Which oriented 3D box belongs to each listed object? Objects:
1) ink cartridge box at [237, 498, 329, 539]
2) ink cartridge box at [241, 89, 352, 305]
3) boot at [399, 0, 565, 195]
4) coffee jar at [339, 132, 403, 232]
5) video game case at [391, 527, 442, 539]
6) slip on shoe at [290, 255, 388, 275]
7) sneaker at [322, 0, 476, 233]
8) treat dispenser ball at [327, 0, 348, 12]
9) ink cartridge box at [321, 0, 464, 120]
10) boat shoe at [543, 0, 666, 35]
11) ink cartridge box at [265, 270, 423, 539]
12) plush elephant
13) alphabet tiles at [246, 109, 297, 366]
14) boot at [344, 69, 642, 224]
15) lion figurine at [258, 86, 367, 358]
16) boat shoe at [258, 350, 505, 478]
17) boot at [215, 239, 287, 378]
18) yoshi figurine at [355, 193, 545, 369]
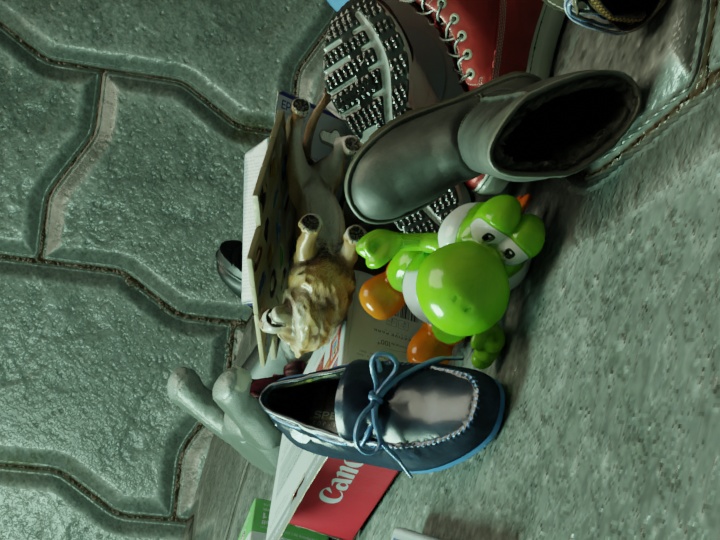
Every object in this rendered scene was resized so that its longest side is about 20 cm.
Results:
[{"bbox_3d":[-0.092,0.342,1.137,0.201,0.084,0.147,-85,15,-57],"label":"ink cartridge box"},{"bbox_3d":[-0.041,-0.055,1.192,0.040,0.199,0.202,-4,79,34],"label":"ink cartridge box"},{"bbox_3d":[0.072,-0.166,0.915,0.072,0.143,0.202,163,122,-76],"label":"boot"},{"bbox_3d":[0.038,-0.109,1.144,0.201,0.103,0.086,-85,11,-51],"label":"coffee jar"},{"bbox_3d":[0.028,0.260,0.760,0.200,0.023,0.184,143,143,-77],"label":"video game case"},{"bbox_3d":[0.000,0.000,1.109,0.061,0.076,0.200,-51,-24,6],"label":"slip on shoe"},{"bbox_3d":[0.032,-0.118,0.949,0.080,0.073,0.202,-23,-87,-64],"label":"sneaker"},{"bbox_3d":[0.043,-0.342,1.247,0.201,0.199,0.203,-162,90,-81],"label":"treat dispenser ball"},{"bbox_3d":[0.068,-0.214,1.015,0.047,0.159,0.202,40,117,41],"label":"ink cartridge box"},{"bbox_3d":[0.147,-0.181,0.710,0.200,0.072,0.073,153,133,-78],"label":"boat shoe"},{"bbox_3d":[-0.008,0.136,1.018,0.201,0.083,0.177,117,166,-46],"label":"ink cartridge box"},{"bbox_3d":[-0.069,0.124,1.248,0.155,0.200,0.164,-52,14,-23],"label":"plush elephant"},{"bbox_3d":[-0.070,-0.026,1.012,0.201,0.006,0.167,89,-170,-48],"label":"alphabet tiles"},{"bbox_3d":[0.075,-0.075,0.781,0.181,0.073,0.200,-34,17,3],"label":"boot"},{"bbox_3d":[-0.035,-0.040,0.975,0.123,0.072,0.202,110,166,-58],"label":"lion figurine"},{"bbox_3d":[0.005,0.100,0.818,0.199,0.068,0.085,-17,54,42],"label":"boat shoe"},{"bbox_3d":[-0.100,0.072,1.384,0.163,0.197,0.074,-60,11,29],"label":"boot"},{"bbox_3d":[0.056,0.015,0.831,0.200,0.111,0.113,132,139,-64],"label":"yoshi figurine"}]
